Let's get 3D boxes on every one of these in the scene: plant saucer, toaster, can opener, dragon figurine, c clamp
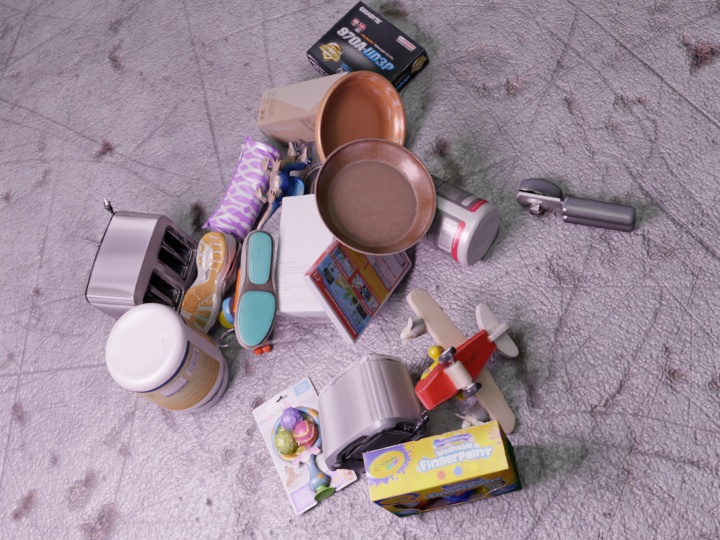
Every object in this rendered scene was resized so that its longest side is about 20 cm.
[{"bbox_3d":[-0.003,-0.248,1.471,0.037,0.200,0.201,17,71,49],"label":"plant saucer"},{"bbox_3d":[-0.387,0.000,1.494,0.117,0.200,0.183,3,67,24],"label":"toaster"},{"bbox_3d":[0.016,0.216,1.283,0.200,0.113,0.130,-44,49,36],"label":"toaster"},{"bbox_3d":[0.355,-0.115,1.378,0.198,0.053,0.068,11,71,21],"label":"can opener"},{"bbox_3d":[-0.141,-0.148,1.542,0.058,0.099,0.203,6,84,39],"label":"dragon figurine"},{"bbox_3d":[-0.041,-0.129,1.537,0.197,0.027,0.173,-12,59,15],"label":"c clamp"},{"bbox_3d":[0.023,-0.114,1.343,0.197,0.037,0.203,3,71,-7],"label":"plant saucer"}]

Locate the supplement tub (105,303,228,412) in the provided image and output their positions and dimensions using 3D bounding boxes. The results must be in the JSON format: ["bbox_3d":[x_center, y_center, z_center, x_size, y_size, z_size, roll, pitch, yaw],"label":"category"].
[{"bbox_3d":[-0.316,0.154,1.399,0.142,0.200,0.146,-7,65,15],"label":"supplement tub"}]

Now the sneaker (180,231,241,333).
[{"bbox_3d":[-0.261,0.031,1.512,0.075,0.087,0.202,22,99,22],"label":"sneaker"}]

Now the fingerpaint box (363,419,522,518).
[{"bbox_3d":[0.123,0.293,1.209,0.197,0.167,0.074,-16,62,10],"label":"fingerpaint box"}]

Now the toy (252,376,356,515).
[{"bbox_3d":[-0.100,0.277,1.358,0.114,0.047,0.201,-31,61,1],"label":"toy"}]

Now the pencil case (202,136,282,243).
[{"bbox_3d":[-0.216,-0.151,1.565,0.084,0.085,0.202,-11,55,59],"label":"pencil case"}]

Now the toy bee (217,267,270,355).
[{"bbox_3d":[-0.196,0.090,1.457,0.130,0.109,0.201,-1,44,35],"label":"toy bee"}]

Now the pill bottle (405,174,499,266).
[{"bbox_3d":[0.126,-0.098,1.414,0.199,0.111,0.111,30,78,27],"label":"pill bottle"}]

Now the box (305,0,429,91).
[{"bbox_3d":[0.012,-0.415,1.631,0.159,0.046,0.200,-43,61,-3],"label":"box"}]

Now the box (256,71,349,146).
[{"bbox_3d":[-0.086,-0.299,1.560,0.198,0.095,0.079,-4,67,34],"label":"box"}]

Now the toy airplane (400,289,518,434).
[{"bbox_3d":[0.150,0.142,1.285,0.141,0.197,0.202,-38,44,40],"label":"toy airplane"}]

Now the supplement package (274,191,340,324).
[{"bbox_3d":[-0.065,-0.018,1.412,0.116,0.117,0.203,-2,75,33],"label":"supplement package"}]

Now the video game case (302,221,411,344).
[{"bbox_3d":[0.000,0.000,1.364,0.017,0.144,0.200,-7,35,45],"label":"video game case"}]

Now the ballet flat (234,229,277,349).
[{"bbox_3d":[-0.170,0.034,1.374,0.066,0.064,0.203,7,73,-12],"label":"ballet flat"}]
